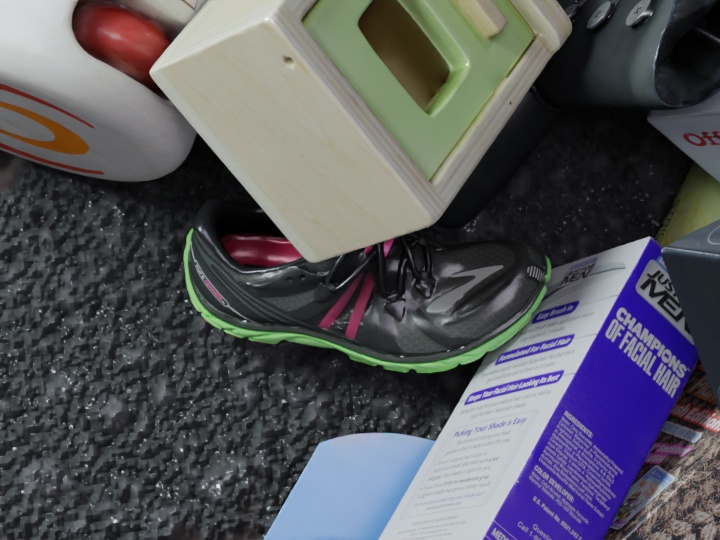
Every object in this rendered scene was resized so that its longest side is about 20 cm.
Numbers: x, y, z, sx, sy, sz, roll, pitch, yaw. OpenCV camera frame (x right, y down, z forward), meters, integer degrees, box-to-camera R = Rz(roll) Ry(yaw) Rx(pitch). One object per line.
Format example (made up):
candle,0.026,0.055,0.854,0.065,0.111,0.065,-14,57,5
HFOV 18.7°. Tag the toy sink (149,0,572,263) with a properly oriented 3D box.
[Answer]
toy sink,0.016,-0.125,1.087,0.131,0.112,0.200,50,53,-19

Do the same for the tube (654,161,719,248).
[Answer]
tube,0.186,-0.015,1.192,0.052,0.058,0.201,26,77,15

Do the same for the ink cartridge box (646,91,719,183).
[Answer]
ink cartridge box,0.270,-0.061,1.123,0.199,0.145,0.083,37,72,-28

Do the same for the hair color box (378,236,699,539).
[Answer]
hair color box,0.092,0.085,1.095,0.065,0.109,0.201,39,63,-17

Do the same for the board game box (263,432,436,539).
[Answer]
board game box,0.011,0.189,1.157,0.157,0.039,0.201,31,84,-3

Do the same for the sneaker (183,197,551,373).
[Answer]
sneaker,0.000,0.000,1.141,0.198,0.084,0.077,2,50,11

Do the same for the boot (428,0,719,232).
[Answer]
boot,0.114,-0.090,1.128,0.065,0.200,0.166,35,78,-27

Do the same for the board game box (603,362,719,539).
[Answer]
board game box,0.198,0.150,1.122,0.200,0.097,0.160,-42,104,-11

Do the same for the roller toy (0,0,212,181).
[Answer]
roller toy,-0.154,-0.140,1.129,0.198,0.183,0.141,19,78,0

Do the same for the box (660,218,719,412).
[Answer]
box,0.238,0.063,1.014,0.105,0.122,0.202,-24,100,-14
